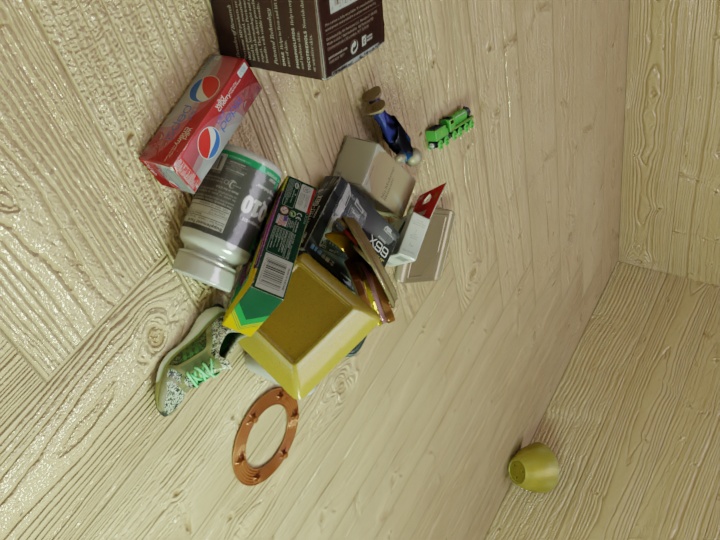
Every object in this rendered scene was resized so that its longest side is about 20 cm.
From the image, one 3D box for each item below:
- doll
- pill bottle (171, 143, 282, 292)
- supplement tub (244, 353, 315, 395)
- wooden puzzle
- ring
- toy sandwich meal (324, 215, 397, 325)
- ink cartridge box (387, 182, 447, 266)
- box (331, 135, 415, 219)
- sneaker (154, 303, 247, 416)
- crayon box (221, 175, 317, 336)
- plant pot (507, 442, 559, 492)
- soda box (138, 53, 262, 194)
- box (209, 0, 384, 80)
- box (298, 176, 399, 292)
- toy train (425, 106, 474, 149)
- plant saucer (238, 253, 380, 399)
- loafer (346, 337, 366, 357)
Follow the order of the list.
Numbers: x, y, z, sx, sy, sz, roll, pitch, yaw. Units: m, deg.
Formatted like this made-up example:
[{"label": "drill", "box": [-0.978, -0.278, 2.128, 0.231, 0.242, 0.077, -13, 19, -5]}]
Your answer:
[{"label": "doll", "box": [0.069, -0.273, 1.511, 0.200, 0.048, 0.138, 46, 25, -49]}, {"label": "pill bottle", "box": [-0.203, -0.078, 1.131, 0.113, 0.112, 0.202, 32, 77, -59]}, {"label": "supplement tub", "box": [-0.110, 0.110, 1.355, 0.202, 0.139, 0.140, -66, 150, -12]}, {"label": "wooden puzzle", "box": [0.155, -0.063, 1.832, 0.199, 0.037, 0.187, 0, 105, -55]}, {"label": "ring", "box": [-0.179, 0.328, 1.472, 0.200, 0.019, 0.203, -34, 133, -47]}, {"label": "toy sandwich meal", "box": [0.000, 0.000, 1.325, 0.070, 0.206, 0.206, -29, 141, -2]}, {"label": "ink cartridge box", "box": [0.105, -0.101, 1.596, 0.200, 0.044, 0.178, 165, -53, -78]}, {"label": "box", "box": [0.029, -0.183, 1.507, 0.200, 0.077, 0.096, 28, 81, -60]}, {"label": "sneaker", "box": [-0.249, 0.146, 1.189, 0.201, 0.088, 0.077, -59, 148, -23]}, {"label": "crayon box", "box": [-0.143, -0.019, 1.173, 0.173, 0.058, 0.202, -45, -154, 57]}, {"label": "plant pot", "box": [0.683, 0.807, 3.037, 0.141, 0.199, 0.202, 0, 106, -33]}, {"label": "soda box", "box": [-0.225, -0.212, 1.068, 0.201, 0.069, 0.064, -62, 149, -20]}, {"label": "box", "box": [-0.091, -0.392, 1.076, 0.166, 0.198, 0.166, -43, 139, -40]}, {"label": "box", "box": [-0.026, -0.058, 1.435, 0.200, 0.049, 0.159, 42, 67, -38]}, {"label": "toy train", "box": [0.214, -0.341, 1.785, 0.200, 0.041, 0.057, -39, 126, -45]}, {"label": "plant saucer", "box": [-0.102, 0.078, 1.248, 0.200, 0.200, 0.049, -43, 154, -16]}, {"label": "loafer", "box": [-0.001, 0.101, 1.555, 0.072, 0.063, 0.200, 45, 55, -10]}]
